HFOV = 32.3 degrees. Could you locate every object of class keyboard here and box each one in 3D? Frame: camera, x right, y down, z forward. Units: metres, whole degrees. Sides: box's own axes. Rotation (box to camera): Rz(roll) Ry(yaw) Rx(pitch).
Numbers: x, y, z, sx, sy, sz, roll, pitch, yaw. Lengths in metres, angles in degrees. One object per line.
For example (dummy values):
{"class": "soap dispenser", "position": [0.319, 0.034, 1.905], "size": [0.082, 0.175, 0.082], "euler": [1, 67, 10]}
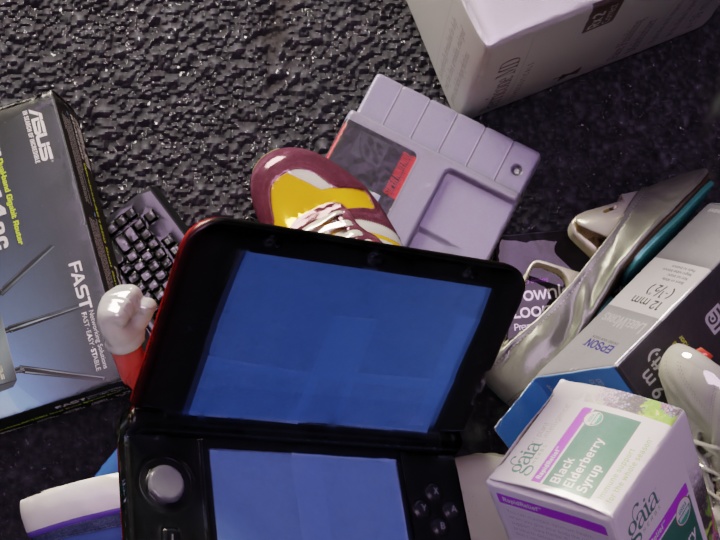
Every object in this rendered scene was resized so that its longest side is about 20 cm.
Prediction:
{"class": "keyboard", "position": [-0.091, 0.028, 0.836], "size": [0.127, 0.021, 0.201], "euler": [-37, 84, -7]}

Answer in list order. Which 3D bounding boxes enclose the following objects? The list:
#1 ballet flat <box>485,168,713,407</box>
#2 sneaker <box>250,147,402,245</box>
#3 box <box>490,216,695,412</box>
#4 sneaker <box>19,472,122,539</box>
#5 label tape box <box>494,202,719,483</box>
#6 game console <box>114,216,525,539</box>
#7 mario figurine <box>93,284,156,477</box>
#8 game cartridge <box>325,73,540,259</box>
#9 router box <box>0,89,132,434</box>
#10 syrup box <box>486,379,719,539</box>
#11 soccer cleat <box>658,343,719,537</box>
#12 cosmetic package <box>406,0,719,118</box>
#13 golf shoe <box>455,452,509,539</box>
{"class": "ballet flat", "position": [0.145, -0.001, 0.790], "size": [0.064, 0.067, 0.200], "euler": [37, 81, 13]}
{"class": "sneaker", "position": [0.000, 0.000, 0.750], "size": [0.075, 0.090, 0.201], "euler": [-37, 80, -4]}
{"class": "box", "position": [0.166, 0.069, 0.828], "size": [0.141, 0.036, 0.202], "euler": [-6, 79, -3]}
{"class": "sneaker", "position": [-0.076, 0.179, 0.660], "size": [0.198, 0.080, 0.148], "euler": [0, 77, -24]}
{"class": "label tape box", "position": [0.198, 0.079, 0.752], "size": [0.200, 0.066, 0.144], "euler": [-43, 110, -12]}
{"class": "game console", "position": [-0.007, 0.088, 0.612], "size": [0.198, 0.119, 0.174], "euler": [8, 56, -29]}
{"class": "mario figurine", "position": [-0.105, 0.084, 0.730], "size": [0.106, 0.123, 0.201], "euler": [21, 84, 46]}
{"class": "game cartridge", "position": [0.017, -0.016, 0.814], "size": [0.129, 0.038, 0.201], "euler": [27, 82, 4]}
{"class": "router box", "position": [-0.237, 0.002, 0.807], "size": [0.148, 0.062, 0.202], "euler": [-18, 81, 1]}
{"class": "syrup box", "position": [0.146, 0.164, 0.684], "size": [0.081, 0.201, 0.079], "euler": [11, 46, 41]}
{"class": "soccer cleat", "position": [0.217, 0.126, 0.700], "size": [0.077, 0.069, 0.200], "euler": [-41, 113, -6]}
{"class": "cosmetic package", "position": [0.129, -0.225, 0.812], "size": [0.198, 0.165, 0.166], "euler": [-22, 82, -4]}
{"class": "golf shoe", "position": [0.024, 0.160, 0.766], "size": [0.198, 0.097, 0.079], "euler": [-15, 77, 4]}
